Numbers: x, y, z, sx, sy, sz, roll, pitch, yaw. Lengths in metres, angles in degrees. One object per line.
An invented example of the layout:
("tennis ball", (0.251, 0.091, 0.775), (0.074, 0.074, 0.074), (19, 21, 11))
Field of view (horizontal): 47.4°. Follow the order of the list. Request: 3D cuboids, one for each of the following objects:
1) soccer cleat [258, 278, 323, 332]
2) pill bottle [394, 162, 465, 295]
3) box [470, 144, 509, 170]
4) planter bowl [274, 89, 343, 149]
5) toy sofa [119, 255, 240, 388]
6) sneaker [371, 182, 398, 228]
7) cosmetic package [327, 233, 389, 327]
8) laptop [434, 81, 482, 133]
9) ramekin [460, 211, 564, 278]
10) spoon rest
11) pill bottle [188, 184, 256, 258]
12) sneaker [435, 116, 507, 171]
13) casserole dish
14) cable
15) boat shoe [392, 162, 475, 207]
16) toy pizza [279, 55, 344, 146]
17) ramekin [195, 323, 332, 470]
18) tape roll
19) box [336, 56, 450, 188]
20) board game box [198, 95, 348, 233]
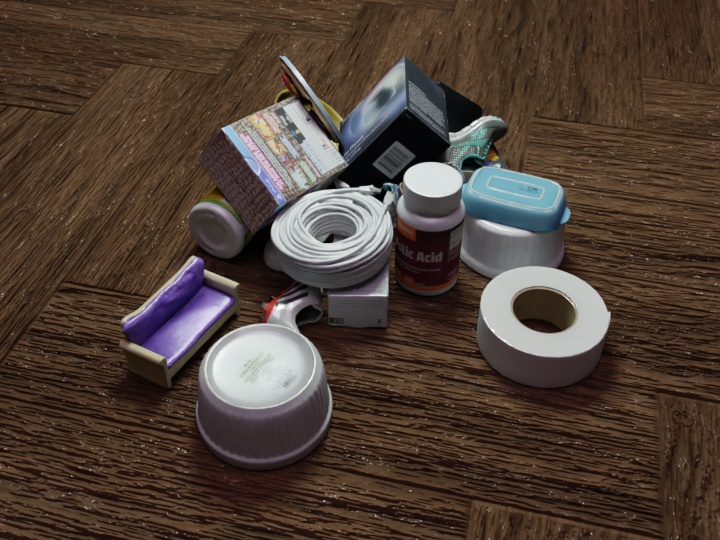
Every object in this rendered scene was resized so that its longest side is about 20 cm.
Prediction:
("soccer cleat", (-0.087, 0.039, 1.340), (0.084, 0.069, 0.200), (28, 48, 12))
("pill bottle", (0.114, -0.068, 1.354), (0.112, 0.202, 0.115), (0, 41, 0))
("box", (0.220, -0.191, 1.617), (0.135, 0.040, 0.201), (-8, 42, -9))
("planter bowl", (-0.107, -0.256, 1.627), (0.199, 0.083, 0.202), (28, 38, -24))
("toy sofa", (-0.275, 0.075, 1.267), (0.082, 0.099, 0.200), (20, 44, 21))
("sneaker", (0.073, -0.118, 1.497), (0.197, 0.087, 0.078), (-13, 44, -15))
("cosmetic package", (0.000, 0.000, 1.375), (0.100, 0.075, 0.201), (1, 40, 1))
("laptop", (0.152, -0.324, 1.790), (0.198, 0.104, 0.178), (-14, 35, 23))
("ramekin", (0.268, -0.082, 1.451), (0.197, 0.099, 0.202), (1, 42, -1))
("spoon rest", (-0.089, -0.072, 1.455), (0.200, 0.061, 0.099), (-45, 48, -13))
("pill bottle", (-0.213, -0.122, 1.480), (0.110, 0.112, 0.201), (17, 44, 18))
("sneaker", (0.219, -0.232, 1.593), (0.198, 0.078, 0.092), (-27, 67, -26))
("casserole dish", (0.263, -0.127, 1.400), (0.197, 0.039, 0.122), (16, 44, 16))
("cable", (-0.045, -0.056, 1.335), (0.197, 0.070, 0.201), (1, 42, 6))
("boat shoe", (0.152, -0.151, 1.468), (0.198, 0.073, 0.073), (-19, 65, -34))
("toy pizza", (-0.097, -0.309, 1.526), (0.032, 0.201, 0.201), (-36, 47, 1))
("ramekin", (-0.138, 0.167, 1.158), (0.197, 0.106, 0.202), (1, 41, 0))
("tape roll", (0.283, 0.085, 1.282), (0.199, 0.071, 0.204), (0, 41, 0))
("box", (0.058, -0.261, 1.557), (0.123, 0.200, 0.200), (34, 33, -24))
("board game box", (-0.148, -0.187, 1.423), (0.160, 0.097, 0.199), (53, 45, 2))
